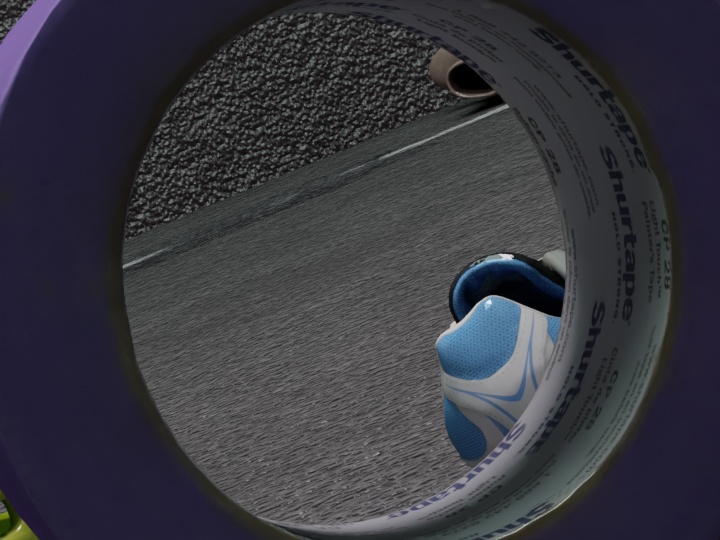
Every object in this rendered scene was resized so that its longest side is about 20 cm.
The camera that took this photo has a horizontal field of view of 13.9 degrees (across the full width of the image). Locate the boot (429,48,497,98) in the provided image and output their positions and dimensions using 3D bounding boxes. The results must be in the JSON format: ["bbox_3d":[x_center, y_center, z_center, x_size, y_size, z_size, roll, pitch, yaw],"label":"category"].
[{"bbox_3d":[0.118,-0.189,2.704,0.199,0.071,0.146,-18,9,34],"label":"boot"}]

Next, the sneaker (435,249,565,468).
[{"bbox_3d":[0.063,0.019,0.922,0.072,0.073,0.200,-33,3,11],"label":"sneaker"}]

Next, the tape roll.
[{"bbox_3d":[0.000,0.000,0.713,0.199,0.201,0.085,-22,5,-12],"label":"tape roll"}]

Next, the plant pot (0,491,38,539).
[{"bbox_3d":[-0.220,0.053,1.085,0.199,0.200,0.181,-17,13,35],"label":"plant pot"}]
